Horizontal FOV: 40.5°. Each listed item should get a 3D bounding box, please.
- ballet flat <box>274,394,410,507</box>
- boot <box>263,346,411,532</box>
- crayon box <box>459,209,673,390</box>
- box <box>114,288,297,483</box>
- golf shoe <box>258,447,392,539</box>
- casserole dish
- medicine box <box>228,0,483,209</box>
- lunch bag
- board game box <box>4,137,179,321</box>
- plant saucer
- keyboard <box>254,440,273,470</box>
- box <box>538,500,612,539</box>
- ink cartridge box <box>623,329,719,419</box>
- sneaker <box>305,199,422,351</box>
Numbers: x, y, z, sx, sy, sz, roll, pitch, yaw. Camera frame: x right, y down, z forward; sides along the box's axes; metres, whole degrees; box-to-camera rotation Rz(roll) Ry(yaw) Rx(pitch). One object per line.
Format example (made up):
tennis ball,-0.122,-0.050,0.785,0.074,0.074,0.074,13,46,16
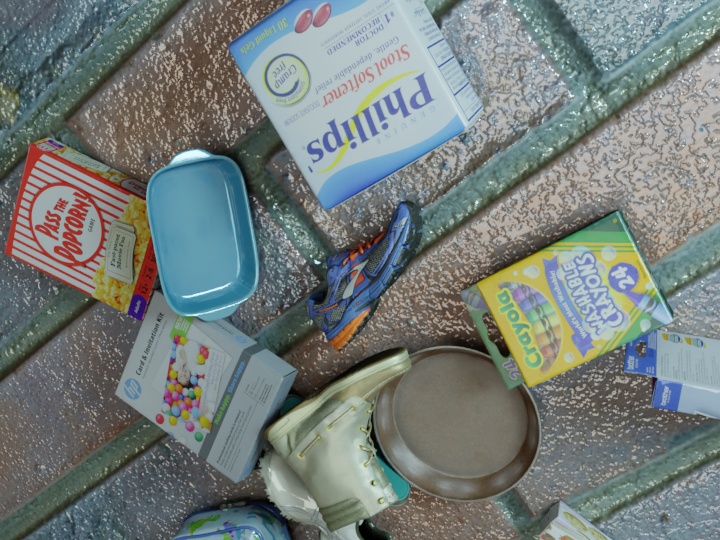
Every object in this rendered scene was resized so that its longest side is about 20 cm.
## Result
ballet flat,-0.028,0.226,1.202,0.199,0.068,0.064,35,142,3
boot,0.005,0.194,1.121,0.199,0.072,0.155,-35,86,15
crayon box,0.213,0.037,1.040,0.199,0.052,0.127,-28,87,19
box,-0.190,0.136,1.186,0.199,0.041,0.157,33,110,18
golf shoe,-0.037,0.284,1.203,0.097,0.079,0.200,-29,111,33
casserole dish,-0.186,-0.042,1.130,0.120,0.039,0.202,-16,108,-24
medicine box,-0.002,-0.198,1.013,0.181,0.103,0.201,-28,98,23
lunch bag,-0.157,0.407,1.284,0.159,0.082,0.202,-15,104,20
board game box,-0.323,-0.050,1.191,0.199,0.046,0.153,25,113,7
plant saucer,0.114,0.176,1.149,0.198,0.035,0.202,6,111,15
keyboard,-0.186,0.172,1.234,0.103,0.040,0.202,-18,102,21
box,0.301,0.351,1.153,0.199,0.041,0.039,37,115,2
ink cartridge box,0.370,0.111,1.003,0.198,0.119,0.042,11,114,13
sneaker,0.000,0.000,1.101,0.078,0.075,0.201,36,113,5
